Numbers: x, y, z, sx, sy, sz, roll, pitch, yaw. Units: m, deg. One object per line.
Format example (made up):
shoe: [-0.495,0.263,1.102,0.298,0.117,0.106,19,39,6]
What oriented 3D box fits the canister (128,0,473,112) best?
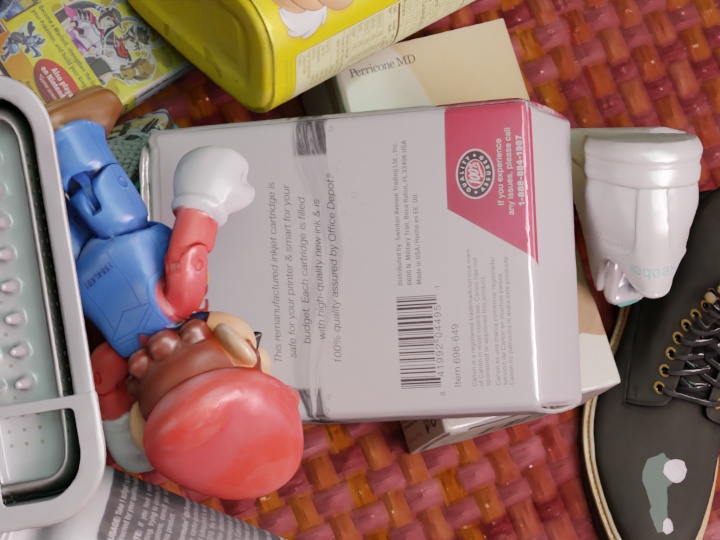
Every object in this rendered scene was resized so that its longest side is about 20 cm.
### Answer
canister: [-0.009,-0.174,1.321,0.199,0.087,0.148,-30,53,-27]

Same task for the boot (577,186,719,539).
boot: [0.170,0.047,1.326,0.077,0.138,0.202,7,76,-14]

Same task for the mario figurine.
mario figurine: [-0.089,0.016,1.213,0.106,0.124,0.201,-30,79,-22]

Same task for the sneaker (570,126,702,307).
sneaker: [0.133,-0.028,1.317,0.075,0.200,0.089,-2,96,2]

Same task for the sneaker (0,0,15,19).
sneaker: [-0.179,-0.155,1.265,0.200,0.095,0.080,-40,134,-14]

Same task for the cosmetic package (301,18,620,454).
cosmetic package: [0.050,-0.018,1.343,0.104,0.071,0.201,-16,82,-18]

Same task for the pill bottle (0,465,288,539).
pill bottle: [-0.108,0.157,1.235,0.199,0.111,0.111,23,72,-9]

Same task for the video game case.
video game case: [-0.198,-0.148,1.331,0.180,0.026,0.201,-34,87,-20]

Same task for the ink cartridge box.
ink cartridge box: [0.000,0.000,1.257,0.198,0.085,0.147,-3,87,20]

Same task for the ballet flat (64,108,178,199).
ballet flat: [-0.161,-0.009,1.281,0.072,0.072,0.201,30,71,-7]

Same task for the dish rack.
dish rack: [-0.202,0.021,1.173,0.170,0.044,0.202,-9,90,10]
